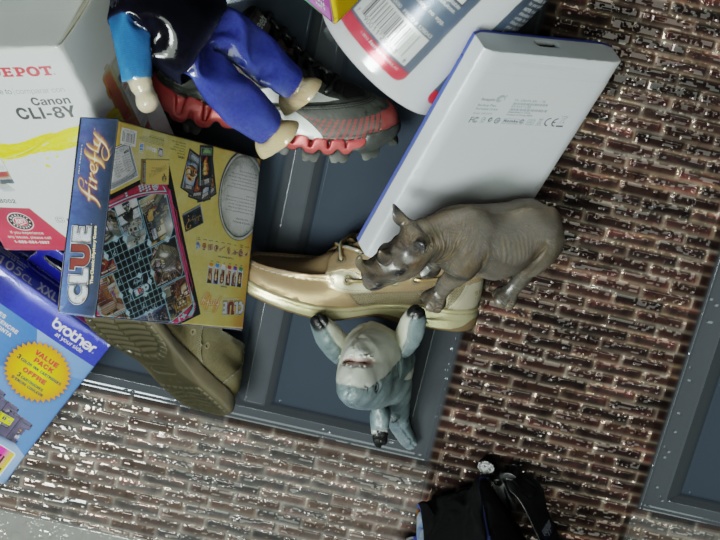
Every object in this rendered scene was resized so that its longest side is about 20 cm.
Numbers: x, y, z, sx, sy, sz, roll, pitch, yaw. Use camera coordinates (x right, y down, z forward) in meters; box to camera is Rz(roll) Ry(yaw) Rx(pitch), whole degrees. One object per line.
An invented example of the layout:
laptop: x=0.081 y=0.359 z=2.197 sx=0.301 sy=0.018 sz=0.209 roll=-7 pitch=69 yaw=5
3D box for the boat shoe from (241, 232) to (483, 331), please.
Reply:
boat shoe: x=0.000 y=0.000 z=1.391 sx=0.197 sy=0.071 sz=0.065 roll=7 pitch=111 yaw=-10

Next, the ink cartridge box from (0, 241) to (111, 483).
ink cartridge box: x=-0.285 y=0.055 z=1.430 sx=0.136 sy=0.077 sz=0.200 roll=35 pitch=110 yaw=-11

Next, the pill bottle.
pill bottle: x=0.078 y=-0.220 z=1.255 sx=0.119 sy=0.120 sz=0.200 roll=41 pitch=110 yaw=-14

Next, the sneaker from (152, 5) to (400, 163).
sneaker: x=-0.062 y=-0.144 z=1.325 sx=0.198 sy=0.071 sz=0.099 roll=13 pitch=117 yaw=0

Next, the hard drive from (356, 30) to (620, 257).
hard drive: x=0.093 y=-0.089 z=1.304 sx=0.131 sy=0.025 sz=0.201 roll=-1 pitch=136 yaw=-36

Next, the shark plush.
shark plush: x=0.007 y=0.100 z=1.392 sx=0.090 sy=0.084 sz=0.201 roll=0 pitch=154 yaw=1

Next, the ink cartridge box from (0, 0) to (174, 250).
ink cartridge box: x=-0.229 y=-0.113 z=1.293 sx=0.144 sy=0.084 sz=0.201 roll=1 pitch=136 yaw=23

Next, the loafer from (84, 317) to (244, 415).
loafer: x=-0.155 y=0.041 z=1.389 sx=0.075 sy=0.068 sz=0.200 roll=5 pitch=149 yaw=30

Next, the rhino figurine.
rhino figurine: x=0.072 y=-0.016 z=1.299 sx=0.198 sy=0.060 sz=0.088 roll=-3 pitch=141 yaw=-40

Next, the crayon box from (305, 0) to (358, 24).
crayon box: x=-0.034 y=-0.293 z=1.176 sx=0.200 sy=0.058 sz=0.173 roll=40 pitch=76 yaw=16

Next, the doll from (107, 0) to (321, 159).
doll: x=-0.121 y=-0.162 z=1.224 sx=0.200 sy=0.137 sz=0.048 roll=39 pitch=153 yaw=-24

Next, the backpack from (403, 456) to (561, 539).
backpack: x=0.106 y=0.295 z=1.453 sx=0.153 sy=0.201 sz=0.191 roll=-26 pitch=117 yaw=20

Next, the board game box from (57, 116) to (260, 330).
board game box: x=-0.142 y=-0.029 z=1.279 sx=0.034 sy=0.199 sz=0.137 roll=5 pitch=88 yaw=26
